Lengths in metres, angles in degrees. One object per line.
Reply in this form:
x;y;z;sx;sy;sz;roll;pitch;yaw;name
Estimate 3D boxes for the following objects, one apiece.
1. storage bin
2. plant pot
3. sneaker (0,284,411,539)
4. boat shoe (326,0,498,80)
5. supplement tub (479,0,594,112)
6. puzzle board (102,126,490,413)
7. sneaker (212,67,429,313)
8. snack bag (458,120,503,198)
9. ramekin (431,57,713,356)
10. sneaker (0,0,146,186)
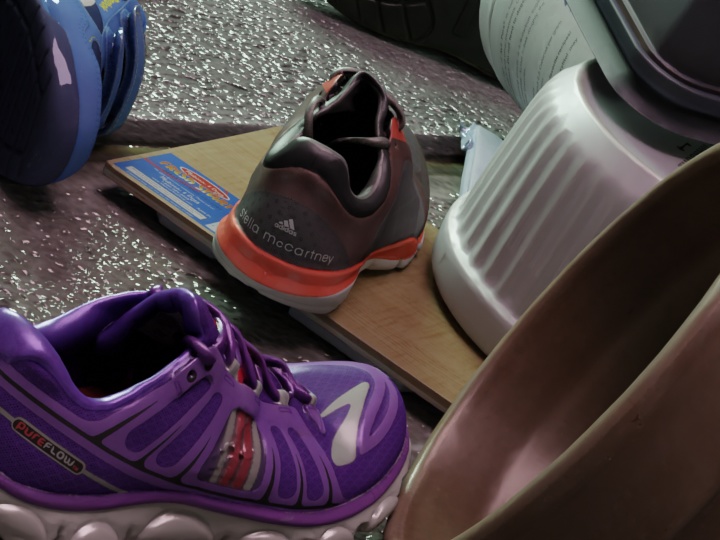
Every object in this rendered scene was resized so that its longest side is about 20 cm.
0.208;-0.139;1.074;0.199;0.135;0.146;13;36;-30;storage bin
0.135;0.080;0.823;0.174;0.200;0.200;41;19;-8;plant pot
-0.050;0.045;0.797;0.199;0.084;0.080;1;28;-49;sneaker
0.040;-0.171;1.441;0.199;0.076;0.074;30;14;-14;boat shoe
0.153;-0.102;1.259;0.131;0.133;0.200;14;23;-28;supplement tub
0.000;0.000;1.060;0.199;0.018;0.150;34;23;20;puzzle board
0.001;-0.047;1.034;0.077;0.082;0.200;26;22;2;sneaker
0.132;-0.002;1.208;0.199;0.022;0.189;25;20;-4;snack bag
0.141;-0.008;1.061;0.199;0.106;0.201;23;25;-11;ramekin
-0.127;-0.094;1.056;0.082;0.074;0.200;20;23;-22;sneaker
